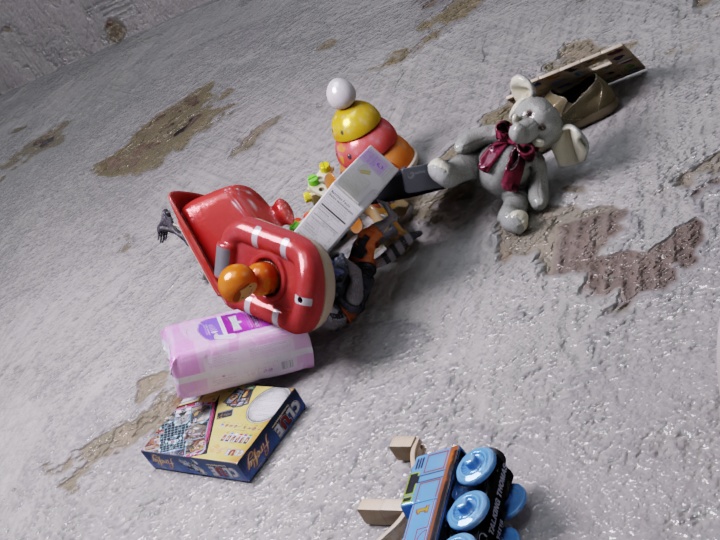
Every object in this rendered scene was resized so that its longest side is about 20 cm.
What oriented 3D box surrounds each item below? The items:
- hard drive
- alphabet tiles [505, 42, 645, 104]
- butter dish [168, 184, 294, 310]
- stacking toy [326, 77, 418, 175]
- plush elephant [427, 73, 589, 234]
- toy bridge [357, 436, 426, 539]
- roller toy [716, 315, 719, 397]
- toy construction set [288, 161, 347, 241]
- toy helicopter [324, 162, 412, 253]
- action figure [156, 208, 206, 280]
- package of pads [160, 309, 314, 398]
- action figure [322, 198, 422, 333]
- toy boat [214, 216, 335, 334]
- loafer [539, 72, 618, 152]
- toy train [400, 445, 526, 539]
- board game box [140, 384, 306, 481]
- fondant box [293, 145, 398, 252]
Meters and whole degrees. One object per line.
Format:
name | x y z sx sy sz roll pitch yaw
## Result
hard drive | 0.106 -0.140 1.669 0.199 0.043 0.135 -15 2 -36
alphabet tiles | 0.332 -0.296 1.728 0.199 0.008 0.167 -19 -10 24
butter dish | -0.166 -0.056 1.656 0.147 0.201 0.199 -30 -4 11
stacking toy | -0.004 -0.233 1.859 0.145 0.201 0.146 -23 27 13
plush elephant | 0.226 -0.176 1.569 0.164 0.155 0.200 39 44 15
toy bridge | 0.029 0.260 1.193 0.067 0.027 0.200 -7 36 36
roller toy | 0.391 0.086 0.962 0.139 0.202 0.182 -6 0 38
toy construction set | -0.086 -0.080 1.803 0.200 0.092 0.131 -44 54 -9
toy helicopter | 0.021 -0.093 1.707 0.131 0.079 0.200 4 35 -29
action figure | -0.247 -0.052 1.914 0.199 0.103 0.119 23 44 26
package of pads | -0.170 0.106 1.534 0.198 0.076 0.121 -13 25 -12
action figure | 0.000 0.000 1.551 0.194 0.104 0.200 -59 6 -6
toy boat | -0.132 0.012 1.456 0.199 0.132 0.130 20 22 35
loafer | 0.299 -0.243 1.719 0.199 0.068 0.076 -29 26 1
toy train | 0.092 0.258 1.081 0.114 0.087 0.201 -23 29 33
board game box | -0.184 0.211 1.478 0.199 0.035 0.136 -2 39 43
fondant box | -0.044 -0.067 1.554 0.200 0.058 0.144 -47 2 35
